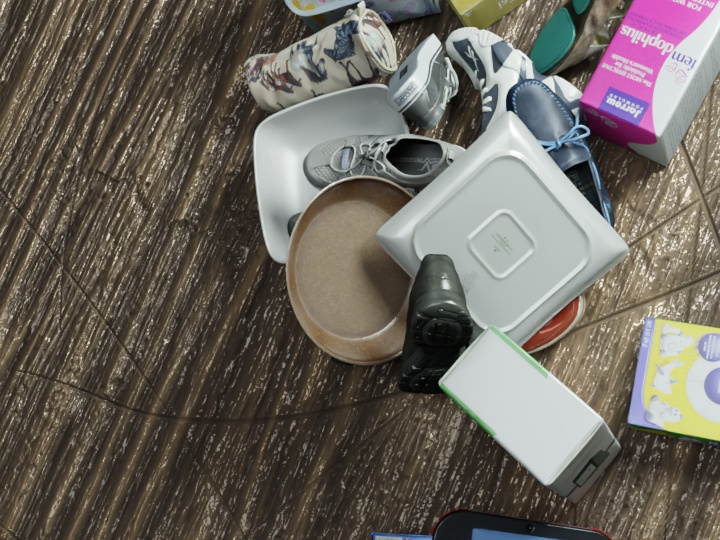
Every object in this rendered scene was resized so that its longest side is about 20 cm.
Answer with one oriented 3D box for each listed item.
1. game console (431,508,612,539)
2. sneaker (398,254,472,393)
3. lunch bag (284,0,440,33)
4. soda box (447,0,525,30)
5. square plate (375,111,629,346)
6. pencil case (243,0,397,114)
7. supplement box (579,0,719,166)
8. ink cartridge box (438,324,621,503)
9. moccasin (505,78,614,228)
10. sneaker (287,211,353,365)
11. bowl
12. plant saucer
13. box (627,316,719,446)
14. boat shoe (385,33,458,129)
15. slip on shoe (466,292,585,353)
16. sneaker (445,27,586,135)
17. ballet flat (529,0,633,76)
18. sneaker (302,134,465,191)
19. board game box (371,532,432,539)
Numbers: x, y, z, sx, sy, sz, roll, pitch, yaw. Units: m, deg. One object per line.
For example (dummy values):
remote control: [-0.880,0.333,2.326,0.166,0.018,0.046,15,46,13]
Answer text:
game console: [0.161,0.344,1.105,0.197,0.031,0.179,9,76,-1]
sneaker: [0.079,0.060,1.120,0.075,0.201,0.092,3,55,-5]
lunch bag: [-0.011,-0.369,1.297,0.168,0.200,0.129,-9,73,17]
soda box: [0.192,-0.371,1.295,0.199,0.064,0.068,-34,68,10]
square plate: [0.150,-0.027,1.146,0.198,0.028,0.200,-42,96,9]
pencil case: [-0.051,-0.254,1.322,0.198,0.078,0.090,-15,103,33]
supplement box: [0.335,-0.234,1.187,0.101,0.103,0.201,28,89,23]
ink cartridge box: [0.176,0.150,1.096,0.146,0.200,0.084,41,90,24]
moccasin: [0.227,-0.119,1.173,0.080,0.068,0.201,-33,98,7]
sneaker: [-0.039,0.029,1.234,0.090,0.076,0.201,-18,109,30]
bowl: [-0.022,-0.107,1.304,0.198,0.075,0.202,-15,72,17]
plant saucer: [0.000,0.000,1.173,0.037,0.199,0.203,-2,72,58]
box: [0.383,0.122,1.109,0.198,0.048,0.119,8,80,21]
boat shoe: [0.079,-0.216,1.257,0.068,0.200,0.074,42,110,-12]
slip on shoe: [0.152,0.059,1.204,0.198,0.061,0.075,-15,70,15]
sneaker: [0.152,-0.187,1.255,0.199,0.080,0.130,37,86,18]
ballet flat: [0.259,-0.281,1.213,0.066,0.200,0.069,5,59,-18]
sneaker: [0.025,-0.128,1.207,0.198,0.082,0.076,-1,76,19]
board game box: [0.083,0.385,1.155,0.150,0.045,0.203,-1,76,19]
